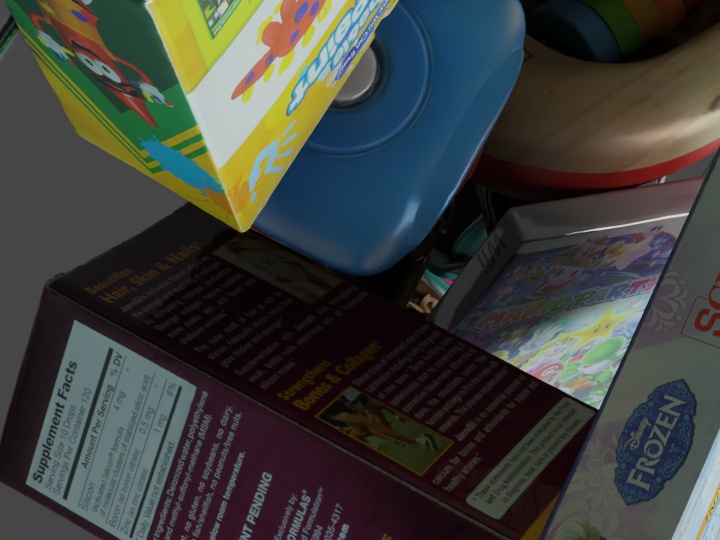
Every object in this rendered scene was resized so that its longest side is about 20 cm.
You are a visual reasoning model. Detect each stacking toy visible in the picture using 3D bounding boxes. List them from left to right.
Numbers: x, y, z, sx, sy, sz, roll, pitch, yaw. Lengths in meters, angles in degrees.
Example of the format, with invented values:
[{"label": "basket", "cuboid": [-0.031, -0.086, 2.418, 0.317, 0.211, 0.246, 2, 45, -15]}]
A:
[{"label": "stacking toy", "cuboid": [-0.015, -0.049, 0.887, 0.117, 0.109, 0.200, -60, 180, -12]}]

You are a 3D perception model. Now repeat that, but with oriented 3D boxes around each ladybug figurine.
[{"label": "ladybug figurine", "cuboid": [0.099, -0.086, 0.959, 0.199, 0.136, 0.072, -28, 143, -29]}]

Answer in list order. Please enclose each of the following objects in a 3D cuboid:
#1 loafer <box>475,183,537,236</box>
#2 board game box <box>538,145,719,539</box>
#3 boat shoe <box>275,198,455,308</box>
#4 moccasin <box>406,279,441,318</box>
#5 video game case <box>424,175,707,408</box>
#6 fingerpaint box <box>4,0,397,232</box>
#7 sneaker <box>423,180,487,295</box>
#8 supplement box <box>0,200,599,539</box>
[{"label": "loafer", "cuboid": [0.084, -0.054, 1.048, 0.068, 0.070, 0.202, -113, -168, -75]}, {"label": "board game box", "cuboid": [0.108, 0.082, 0.832, 0.201, 0.041, 0.200, -62, 161, -24]}, {"label": "boat shoe", "cuboid": [-0.002, -0.001, 0.993, 0.201, 0.063, 0.073, -57, 131, -22]}, {"label": "moccasin", "cuboid": [0.008, 0.037, 1.123, 0.074, 0.077, 0.201, -62, 165, 4]}, {"label": "video game case", "cuboid": [0.073, 0.030, 0.992, 0.142, 0.018, 0.200, -10, 150, -35]}, {"label": "fingerpaint box", "cuboid": [-0.021, -0.136, 0.714, 0.201, 0.073, 0.167, -57, 164, -13]}, {"label": "sneaker", "cuboid": [0.097, -0.011, 1.136, 0.084, 0.199, 0.121, -65, 151, -12]}, {"label": "supplement box", "cuboid": [-0.014, 0.066, 0.860, 0.110, 0.199, 0.086, -36, 150, -59]}]
